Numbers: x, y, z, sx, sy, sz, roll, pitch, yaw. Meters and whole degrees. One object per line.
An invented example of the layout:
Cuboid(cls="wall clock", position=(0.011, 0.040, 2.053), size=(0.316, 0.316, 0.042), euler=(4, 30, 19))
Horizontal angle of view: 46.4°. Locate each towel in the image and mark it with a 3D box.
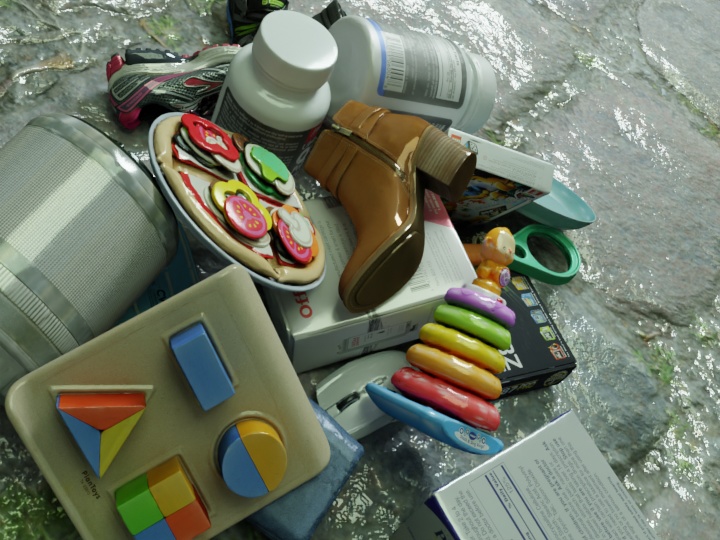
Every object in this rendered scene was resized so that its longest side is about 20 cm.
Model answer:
Cuboid(cls="towel", position=(-0.100, 0.136, 0.721), size=(0.199, 0.049, 0.112), euler=(38, 75, 7))

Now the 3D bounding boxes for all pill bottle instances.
Cuboid(cls="pill bottle", position=(-0.095, -0.163, 0.872), size=(0.108, 0.201, 0.113), euler=(14, 50, -17))
Cuboid(cls="pill bottle", position=(0.055, -0.212, 0.952), size=(0.197, 0.114, 0.115), euler=(1, 54, -38))

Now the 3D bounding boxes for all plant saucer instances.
Cuboid(cls="plant saucer", position=(0.206, -0.106, 1.062), size=(0.197, 0.028, 0.201), euler=(24, 23, -11))

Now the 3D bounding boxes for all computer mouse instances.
Cuboid(cls="computer mouse", position=(-0.005, 0.121, 0.808), size=(0.198, 0.044, 0.110), euler=(-22, 67, -38))

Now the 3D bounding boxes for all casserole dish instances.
Cuboid(cls="casserole dish", position=(-0.205, 0.012, 0.791), size=(0.119, 0.039, 0.203), euler=(-5, 59, -30))

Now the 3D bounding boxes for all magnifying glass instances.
Cuboid(cls="magnifying glass", position=(0.174, -0.019, 0.962), size=(0.196, 0.023, 0.081), euler=(-2, 54, -29))

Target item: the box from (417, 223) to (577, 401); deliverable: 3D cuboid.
Cuboid(cls="box", position=(0.129, 0.044, 0.935), size=(0.158, 0.049, 0.203), euler=(-7, 58, -29))

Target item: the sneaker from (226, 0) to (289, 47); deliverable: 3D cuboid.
Cuboid(cls="sneaker", position=(-0.124, -0.302, 1.044), size=(0.069, 0.083, 0.203), euler=(0, 56, -27))

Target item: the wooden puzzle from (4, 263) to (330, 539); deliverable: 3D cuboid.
Cuboid(cls="wooden puzzle", position=(-0.133, 0.122, 0.629), size=(0.197, 0.046, 0.188), euler=(-30, 109, -15))

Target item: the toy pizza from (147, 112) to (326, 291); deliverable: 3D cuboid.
Cuboid(cls="toy pizza", position=(-0.098, -0.067, 0.733), size=(0.199, 0.032, 0.202), euler=(39, 24, -21))

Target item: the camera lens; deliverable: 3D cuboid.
Cuboid(cls="camera lens", position=(-0.256, -0.011, 0.671), size=(0.159, 0.160, 0.201), euler=(36, 65, 3))

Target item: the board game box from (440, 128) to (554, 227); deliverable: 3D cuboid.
Cuboid(cls="board game box", position=(0.111, -0.096, 0.936), size=(0.124, 0.200, 0.035), euler=(16, 77, -14))

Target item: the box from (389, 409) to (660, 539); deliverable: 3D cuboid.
Cuboid(cls="box", position=(0.157, 0.258, 0.746), size=(0.197, 0.105, 0.186), euler=(-17, 65, -37))

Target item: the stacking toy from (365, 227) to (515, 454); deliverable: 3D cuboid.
Cuboid(cls="stacking toy", position=(0.101, 0.056, 0.770), size=(0.115, 0.109, 0.204), euler=(28, 82, -36))

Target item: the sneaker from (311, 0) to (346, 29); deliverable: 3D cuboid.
Cuboid(cls="sneaker", position=(-0.044, -0.256, 1.049), size=(0.076, 0.089, 0.202), euler=(57, 16, -38))

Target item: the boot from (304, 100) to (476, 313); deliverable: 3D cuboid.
Cuboid(cls="boot", position=(0.001, -0.067, 0.803), size=(0.153, 0.074, 0.201), euler=(28, 68, 26))

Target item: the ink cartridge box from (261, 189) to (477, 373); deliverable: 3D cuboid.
Cuboid(cls="ink cartridge box", position=(0.000, 0.000, 0.845), size=(0.196, 0.083, 0.149), euler=(-14, 61, -15))

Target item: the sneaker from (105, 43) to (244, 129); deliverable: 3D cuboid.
Cuboid(cls="sneaker", position=(-0.182, -0.200, 0.944), size=(0.195, 0.081, 0.076), euler=(-9, 75, -17))
